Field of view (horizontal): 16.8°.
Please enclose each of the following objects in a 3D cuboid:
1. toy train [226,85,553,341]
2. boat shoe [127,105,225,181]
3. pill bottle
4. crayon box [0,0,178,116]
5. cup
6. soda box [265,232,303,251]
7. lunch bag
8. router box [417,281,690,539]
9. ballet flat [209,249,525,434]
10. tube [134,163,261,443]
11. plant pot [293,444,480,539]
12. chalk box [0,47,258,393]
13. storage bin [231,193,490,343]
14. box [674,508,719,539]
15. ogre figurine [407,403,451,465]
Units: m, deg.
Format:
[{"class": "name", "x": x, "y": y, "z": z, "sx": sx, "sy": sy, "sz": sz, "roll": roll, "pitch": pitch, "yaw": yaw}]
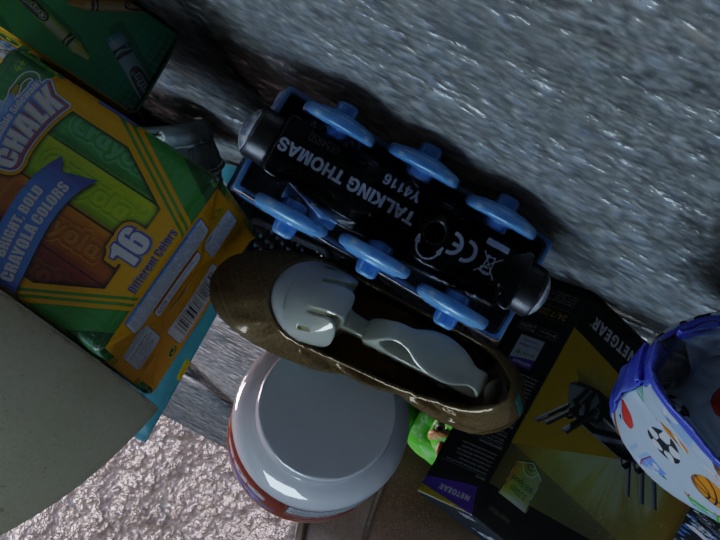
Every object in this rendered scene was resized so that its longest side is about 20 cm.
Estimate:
[{"class": "toy train", "x": 0.017, "y": -0.034, "z": 1.401, "sx": 0.199, "sy": 0.087, "sz": 0.114, "roll": 29, "pitch": 179, "yaw": -7}, {"class": "boat shoe", "x": -0.160, "y": -0.100, "z": 1.683, "sx": 0.200, "sy": 0.073, "sz": 0.062, "roll": 29, "pitch": 129, "yaw": 48}, {"class": "pill bottle", "x": -0.028, "y": 0.099, "z": 1.544, "sx": 0.112, "sy": 0.113, "sz": 0.200, "roll": 30, "pitch": 169, "yaw": 1}, {"class": "crayon box", "x": -0.217, "y": -0.167, "z": 1.466, "sx": 0.199, "sy": 0.058, "sz": 0.119, "roll": 33, "pitch": 170, "yaw": -16}, {"class": "cup", "x": -0.240, "y": 0.082, "z": 1.435, "sx": 0.200, "sy": 0.144, "sz": 0.200, "roll": 34, "pitch": 173, "yaw": 5}, {"class": "soda box", "x": -0.140, "y": -0.046, "z": 1.805, "sx": 0.199, "sy": 0.068, "sz": 0.064, "roll": 28, "pitch": 169, "yaw": 12}, {"class": "lunch bag", "x": 0.230, "y": 0.086, "z": 1.260, "sx": 0.199, "sy": 0.124, "sz": 0.170, "roll": 22, "pitch": 170, "yaw": 4}, {"class": "router box", "x": 0.142, "y": 0.121, "z": 1.566, "sx": 0.052, "sy": 0.158, "sz": 0.200, "roll": 20, "pitch": 167, "yaw": 44}, {"class": "ballet flat", "x": 0.007, "y": 0.037, "z": 1.413, "sx": 0.199, "sy": 0.068, "sz": 0.072, "roll": 28, "pitch": 167, "yaw": -1}, {"class": "tube", "x": -0.126, "y": 0.021, "z": 1.716, "sx": 0.077, "sy": 0.201, "sz": 0.050, "roll": 22, "pitch": 167, "yaw": 43}, {"class": "plant pot", "x": 0.083, "y": 0.190, "z": 1.779, "sx": 0.197, "sy": 0.201, "sz": 0.200, "roll": 19, "pitch": 166, "yaw": 22}, {"class": "chalk box", "x": -0.183, "y": -0.039, "z": 1.443, "sx": 0.199, "sy": 0.125, "sz": 0.124, "roll": 32, "pitch": 172, "yaw": 15}, {"class": "storage bin", "x": 0.000, "y": 0.000, "z": 1.567, "sx": 0.135, "sy": 0.094, "sz": 0.200, "roll": 25, "pitch": 168, "yaw": 29}, {"class": "box", "x": 0.227, "y": 0.159, "z": 1.812, "sx": 0.200, "sy": 0.050, "sz": 0.198, "roll": 41, "pitch": 168, "yaw": -38}, {"class": "ogre figurine", "x": 0.086, "y": 0.088, "z": 1.674, "sx": 0.199, "sy": 0.120, "sz": 0.098, "roll": 30, "pitch": 170, "yaw": -6}]
